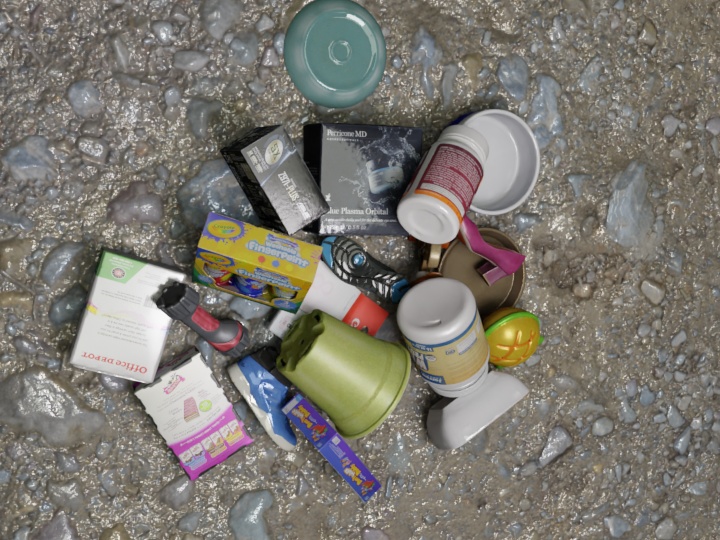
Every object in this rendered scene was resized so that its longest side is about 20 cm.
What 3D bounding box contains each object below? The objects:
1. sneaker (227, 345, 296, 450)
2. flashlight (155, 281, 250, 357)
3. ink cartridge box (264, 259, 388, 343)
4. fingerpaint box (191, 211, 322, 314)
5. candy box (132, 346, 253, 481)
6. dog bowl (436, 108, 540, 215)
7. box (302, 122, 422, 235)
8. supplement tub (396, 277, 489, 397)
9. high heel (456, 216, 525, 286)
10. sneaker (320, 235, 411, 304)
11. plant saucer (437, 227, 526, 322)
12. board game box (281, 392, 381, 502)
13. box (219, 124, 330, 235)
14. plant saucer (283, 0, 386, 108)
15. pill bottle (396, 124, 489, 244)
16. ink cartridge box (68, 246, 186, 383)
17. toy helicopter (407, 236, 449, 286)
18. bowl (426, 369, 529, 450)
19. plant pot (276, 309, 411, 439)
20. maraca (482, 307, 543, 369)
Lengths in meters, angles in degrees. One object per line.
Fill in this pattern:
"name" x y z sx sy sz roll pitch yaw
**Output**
"sneaker" -0.148 0.233 1.594 0.111 0.077 0.200 -33 100 -3
"flashlight" -0.266 0.084 1.490 0.200 0.068 0.068 53 50 -52
"ink cartridge box" -0.056 0.094 1.625 0.200 0.057 0.163 36 85 -15
"fingerpaint box" -0.182 -0.008 1.474 0.199 0.167 0.074 18 65 -8
"candy box" -0.302 0.258 1.553 0.136 0.061 0.201 -31 107 -12
"dog bowl" 0.244 -0.211 1.670 0.199 0.079 0.201 -3 99 -19
"box" 0.001 -0.165 1.572 0.196 0.117 0.201 -1 97 -19
"supplement tub" 0.157 0.126 1.580 0.144 0.145 0.200 -35 134 -12
"high heel" 0.246 -0.064 1.660 0.096 0.067 0.200 -36 128 -2
"sneaker" 0.000 0.000 1.611 0.200 0.082 0.073 35 87 -22
"plant saucer" 0.241 0.012 1.727 0.199 0.029 0.201 -2 98 -19
"board game box" -0.052 0.326 1.574 0.045 0.134 0.200 -42 133 -10
"box" -0.150 -0.158 1.474 0.086 0.200 0.164 -33 106 -12
"plant saucer" -0.039 -0.399 1.567 0.199 0.036 0.201 -3 98 -19
"pill bottle" 0.150 -0.155 1.510 0.114 0.114 0.200 41 56 -20
"ink cartridge box" -0.403 0.076 1.479 0.144 0.084 0.201 17 91 -21
"toy helicopter" 0.125 -0.025 1.593 0.078 0.200 0.133 12 94 -1
"bowl" 0.215 0.263 1.673 0.199 0.200 0.075 -36 88 -12
"plant pot" -0.044 0.171 1.544 0.184 0.200 0.201 37 85 -24
"maraca" 0.301 0.141 1.709 0.137 0.107 0.200 -32 145 9
